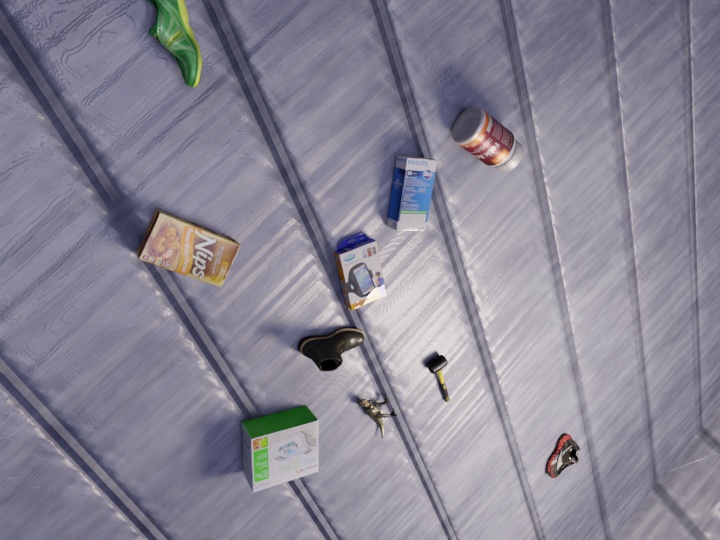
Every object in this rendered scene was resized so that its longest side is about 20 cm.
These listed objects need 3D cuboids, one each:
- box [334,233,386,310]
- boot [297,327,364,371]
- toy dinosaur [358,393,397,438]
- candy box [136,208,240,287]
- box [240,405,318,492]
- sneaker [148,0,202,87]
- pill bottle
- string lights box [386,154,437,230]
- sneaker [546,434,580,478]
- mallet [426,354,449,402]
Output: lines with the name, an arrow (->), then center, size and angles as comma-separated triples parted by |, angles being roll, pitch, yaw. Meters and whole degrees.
box -> 0.000, 0.000, 1.446 | 0.119, 0.041, 0.200 | -23, 119, -21
boot -> -0.056, 0.227, 1.436 | 0.200, 0.138, 0.078 | -12, 113, -26
toy dinosaur -> 0.062, 0.448, 1.638 | 0.088, 0.047, 0.200 | -30, 121, 0
candy box -> -0.395, -0.050, 1.197 | 0.200, 0.055, 0.116 | 23, 95, -33
box -> -0.227, 0.501, 1.466 | 0.200, 0.097, 0.177 | -7, 108, -28
sneaker -> -0.381, -0.471, 1.048 | 0.084, 0.074, 0.200 | -23, 108, -23
pill bottle -> 0.367, -0.368, 1.474 | 0.200, 0.114, 0.114 | 24, 95, -33
string lights box -> 0.142, -0.213, 1.437 | 0.103, 0.059, 0.200 | -1, 108, -29
sneaker -> 0.858, 0.798, 2.176 | 0.071, 0.098, 0.201 | 17, 100, -35
mallet -> 0.265, 0.374, 1.732 | 0.066, 0.041, 0.200 | -24, 121, -21
